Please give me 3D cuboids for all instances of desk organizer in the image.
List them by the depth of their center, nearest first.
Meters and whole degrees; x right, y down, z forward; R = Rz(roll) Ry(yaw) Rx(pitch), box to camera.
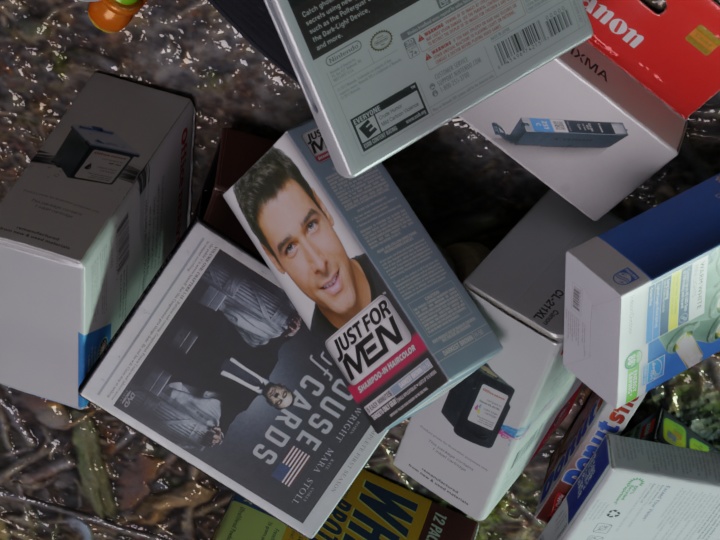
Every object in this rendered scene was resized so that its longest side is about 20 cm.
[{"bbox_3d":[-0.092,-0.008,1.721,0.077,0.072,0.200,14,135,-9],"label":"desk organizer"}]

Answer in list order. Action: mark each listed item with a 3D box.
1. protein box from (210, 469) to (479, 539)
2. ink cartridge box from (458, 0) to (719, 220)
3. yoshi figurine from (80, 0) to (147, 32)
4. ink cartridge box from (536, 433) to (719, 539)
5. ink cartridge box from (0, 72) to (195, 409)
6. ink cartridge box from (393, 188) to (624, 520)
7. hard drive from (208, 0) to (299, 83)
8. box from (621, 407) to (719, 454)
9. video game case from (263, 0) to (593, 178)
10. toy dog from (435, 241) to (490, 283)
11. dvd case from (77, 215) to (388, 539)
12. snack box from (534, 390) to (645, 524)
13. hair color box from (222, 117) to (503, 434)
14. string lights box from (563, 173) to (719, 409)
[{"bbox_3d":[-0.038,0.273,1.915,0.198,0.135,0.200,25,134,-1],"label":"protein box"},{"bbox_3d":[0.140,-0.147,1.540,0.200,0.045,0.176,36,133,-12],"label":"ink cartridge box"},{"bbox_3d":[-0.152,-0.254,1.541,0.112,0.112,0.200,65,150,15],"label":"yoshi figurine"},{"bbox_3d":[0.242,0.212,1.758,0.200,0.041,0.200,13,135,-14],"label":"ink cartridge box"},{"bbox_3d":[-0.196,-0.024,1.668,0.086,0.200,0.147,15,133,9],"label":"ink cartridge box"},{"bbox_3d":[0.114,0.057,1.653,0.083,0.146,0.200,32,135,14],"label":"ink cartridge box"},{"bbox_3d":[-0.022,-0.182,1.488,0.135,0.042,0.200,-30,124,32],"label":"hard drive"},{"bbox_3d":[0.273,0.200,1.801,0.200,0.035,0.110,37,132,-13],"label":"box"},{"bbox_3d":[0.036,-0.183,1.441,0.023,0.200,0.182,20,137,61],"label":"video game case"},{"bbox_3d":[0.009,0.038,1.713,0.200,0.096,0.132,-47,148,13],"label":"toy dog"},{"bbox_3d":[-0.075,0.077,1.621,0.200,0.025,0.150,33,96,-12],"label":"dvd case"},{"bbox_3d":[0.183,0.108,1.728,0.024,0.072,0.200,23,134,-2],"label":"snack box"},{"bbox_3d":[0.000,0.000,1.568,0.200,0.061,0.099,57,140,7],"label":"hair color box"},{"bbox_3d":[0.229,-0.001,1.535,0.059,0.200,0.103,42,148,39],"label":"string lights box"}]
